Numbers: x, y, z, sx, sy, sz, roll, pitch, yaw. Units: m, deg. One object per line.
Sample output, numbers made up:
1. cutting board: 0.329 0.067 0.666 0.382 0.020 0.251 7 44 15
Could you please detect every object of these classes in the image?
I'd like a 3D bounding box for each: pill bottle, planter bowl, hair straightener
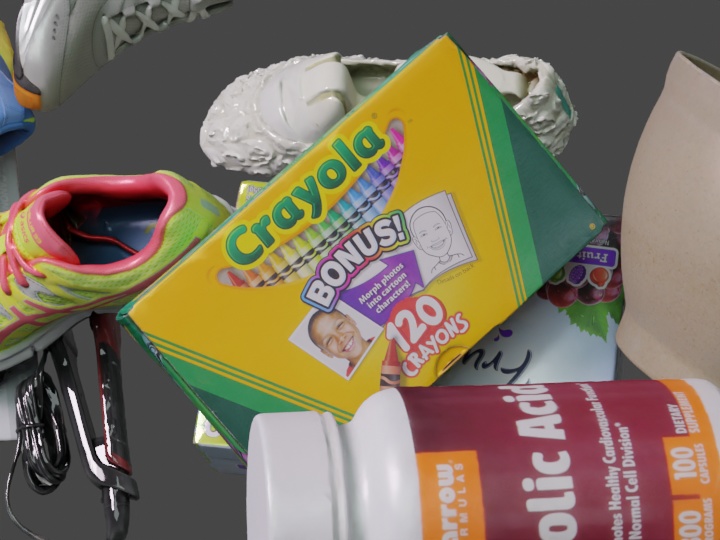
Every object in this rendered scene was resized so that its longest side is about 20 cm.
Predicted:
1. pill bottle: 0.055 0.104 0.904 0.199 0.114 0.115 -2 67 -9
2. planter bowl: 0.200 0.006 0.991 0.200 0.200 0.135 33 102 18
3. hair straightener: -0.155 0.060 1.088 0.077 0.041 0.201 -12 72 4

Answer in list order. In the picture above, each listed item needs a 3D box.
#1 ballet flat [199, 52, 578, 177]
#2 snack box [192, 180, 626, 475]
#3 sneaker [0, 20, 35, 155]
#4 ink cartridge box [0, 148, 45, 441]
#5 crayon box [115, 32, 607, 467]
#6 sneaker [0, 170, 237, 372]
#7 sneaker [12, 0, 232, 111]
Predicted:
1. ballet flat: 0.012 -0.089 1.107 0.199 0.072 0.072 -2 68 7
2. snack box: 0.029 0.037 1.060 0.199 0.053 0.143 5 70 10
3. sneaker: -0.251 -0.068 1.089 0.200 0.076 0.105 -30 77 -29
4. ink cartridge box: -0.262 0.007 1.116 0.173 0.044 0.201 -1 66 -20
5. crayon box: 0.000 0.000 0.995 0.200 0.058 0.119 -42 95 -10
6. sneaker: -0.156 -0.010 1.041 0.199 0.090 0.079 -17 66 9
7. sneaker: -0.109 -0.154 1.130 0.092 0.076 0.200 27 60 7
